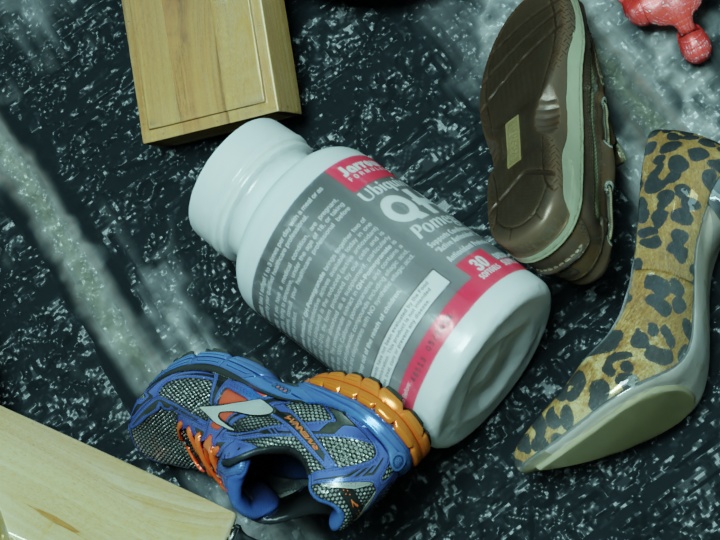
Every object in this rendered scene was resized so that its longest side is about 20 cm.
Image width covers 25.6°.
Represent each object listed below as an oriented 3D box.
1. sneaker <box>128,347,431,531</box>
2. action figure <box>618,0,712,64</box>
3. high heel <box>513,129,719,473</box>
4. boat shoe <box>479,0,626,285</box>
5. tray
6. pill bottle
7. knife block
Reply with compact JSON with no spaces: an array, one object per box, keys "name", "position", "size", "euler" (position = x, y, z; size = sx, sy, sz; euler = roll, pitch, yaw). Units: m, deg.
[{"name":"sneaker","position":[-0.060,0.095,0.865],"size":[0.199,0.076,0.079],"euler":[-1,39,41]},{"name":"action figure","position":[0.166,-0.213,0.960],"size":[0.065,0.052,0.201],"euler":[-24,72,11]},{"name":"high heel","position":[0.144,0.015,0.885],"size":[0.199,0.071,0.143],"euler":[-35,57,2]},{"name":"boat shoe","position":[0.115,-0.076,0.914],"size":[0.074,0.075,0.204],"euler":[-29,39,40]},{"name":"tray","position":[-0.102,-0.186,0.983],"size":[0.098,0.037,0.202],"euler":[-11,86,24]},{"name":"pill bottle","position":[0.000,0.000,0.895],"size":[0.199,0.111,0.111],"euler":[36,83,22]},{"name":"knife block","position":[-0.108,0.152,0.869],"size":[0.174,0.064,0.201],"euler":[-13,59,-26]}]
